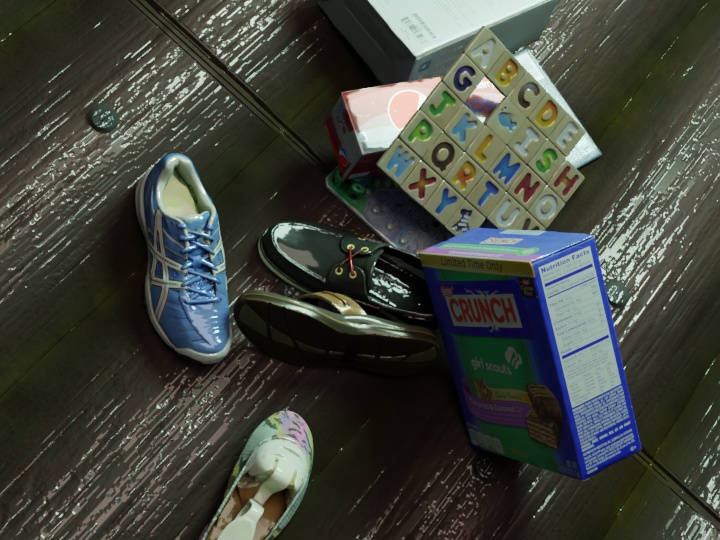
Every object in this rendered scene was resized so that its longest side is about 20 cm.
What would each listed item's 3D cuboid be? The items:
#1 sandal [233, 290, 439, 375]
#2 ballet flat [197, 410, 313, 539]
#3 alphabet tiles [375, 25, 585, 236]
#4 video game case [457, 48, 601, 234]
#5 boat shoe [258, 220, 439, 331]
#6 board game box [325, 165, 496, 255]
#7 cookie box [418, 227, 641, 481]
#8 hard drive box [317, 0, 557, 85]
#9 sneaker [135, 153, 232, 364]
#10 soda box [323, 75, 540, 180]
[{"bbox_3d":[-0.022,0.049,1.111,0.199,0.082,0.055,9,50,-14],"label":"sandal"},{"bbox_3d":[-0.091,0.204,1.027,0.069,0.071,0.200,33,62,-3],"label":"ballet flat"},{"bbox_3d":[0.131,-0.109,1.164,0.200,0.008,0.167,39,87,-30],"label":"alphabet tiles"},{"bbox_3d":[0.139,-0.136,1.241,0.200,0.019,0.143,-29,81,-25],"label":"video game case"},{"bbox_3d":[0.001,-0.002,1.147,0.201,0.063,0.074,23,66,-8],"label":"boat shoe"},{"bbox_3d":[0.097,-0.089,1.233,0.200,0.026,0.200,43,62,1],"label":"board game box"},{"bbox_3d":[0.149,0.069,1.070,0.075,0.171,0.201,-22,104,-27],"label":"cookie box"},{"bbox_3d":[0.082,-0.287,1.263,0.200,0.077,0.156,-27,69,-25],"label":"hard drive box"},{"bbox_3d":[-0.161,-0.012,1.085,0.076,0.077,0.201,-12,75,-24],"label":"sneaker"},{"bbox_3d":[0.070,-0.147,1.177,0.199,0.063,0.070,-12,75,-23],"label":"soda box"}]
